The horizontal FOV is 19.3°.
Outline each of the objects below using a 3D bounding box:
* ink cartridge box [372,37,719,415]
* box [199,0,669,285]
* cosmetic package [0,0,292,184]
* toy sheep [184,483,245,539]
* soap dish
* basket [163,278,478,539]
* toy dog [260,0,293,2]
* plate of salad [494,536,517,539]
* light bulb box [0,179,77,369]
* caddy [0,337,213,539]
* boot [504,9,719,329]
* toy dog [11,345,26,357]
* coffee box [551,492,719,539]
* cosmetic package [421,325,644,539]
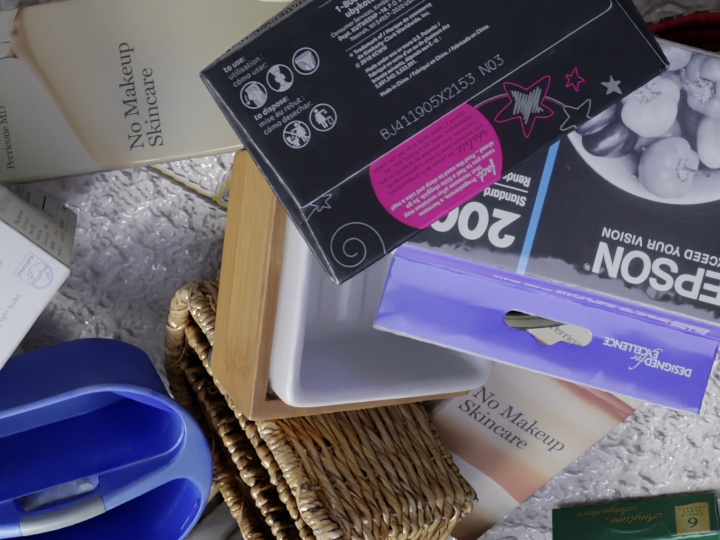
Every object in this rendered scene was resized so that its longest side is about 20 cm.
[{"bbox_3d":[0.123,-0.036,1.169,0.197,0.043,0.201,14,98,0],"label":"ink cartridge box"},{"bbox_3d":[0.035,-0.103,1.086,0.199,0.115,0.133,-33,94,1],"label":"box"},{"bbox_3d":[-0.113,-0.114,1.232,0.198,0.073,0.104,-9,93,11],"label":"cosmetic package"},{"bbox_3d":[-0.096,0.220,1.485,0.200,0.138,0.138,46,126,10],"label":"toy sheep"},{"bbox_3d":[0.000,0.000,1.245,0.081,0.199,0.159,13,100,40],"label":"soap dish"},{"bbox_3d":[-0.054,0.113,1.328,0.143,0.149,0.201,-44,69,35],"label":"basket"},{"bbox_3d":[-0.093,-0.228,1.096,0.198,0.140,0.194,11,157,-3],"label":"toy dog"},{"bbox_3d":[0.032,0.248,1.424,0.048,0.200,0.200,52,126,16],"label":"plate of salad"},{"bbox_3d":[-0.279,-0.028,1.231,0.200,0.198,0.125,36,94,-11],"label":"light bulb box"},{"bbox_3d":[-0.194,0.131,1.343,0.199,0.105,0.142,-16,121,-7],"label":"caddy"},{"bbox_3d":[0.144,-0.060,1.233,0.202,0.073,0.155,-19,128,-23],"label":"boot"},{"bbox_3d":[-0.266,0.062,1.399,0.132,0.097,0.200,-33,119,28],"label":"toy dog"},{"bbox_3d":[0.211,0.248,1.529,0.122,0.044,0.201,-8,128,12],"label":"coffee box"},{"bbox_3d":[0.099,0.077,1.376,0.103,0.088,0.200,32,125,-18],"label":"cosmetic package"}]
